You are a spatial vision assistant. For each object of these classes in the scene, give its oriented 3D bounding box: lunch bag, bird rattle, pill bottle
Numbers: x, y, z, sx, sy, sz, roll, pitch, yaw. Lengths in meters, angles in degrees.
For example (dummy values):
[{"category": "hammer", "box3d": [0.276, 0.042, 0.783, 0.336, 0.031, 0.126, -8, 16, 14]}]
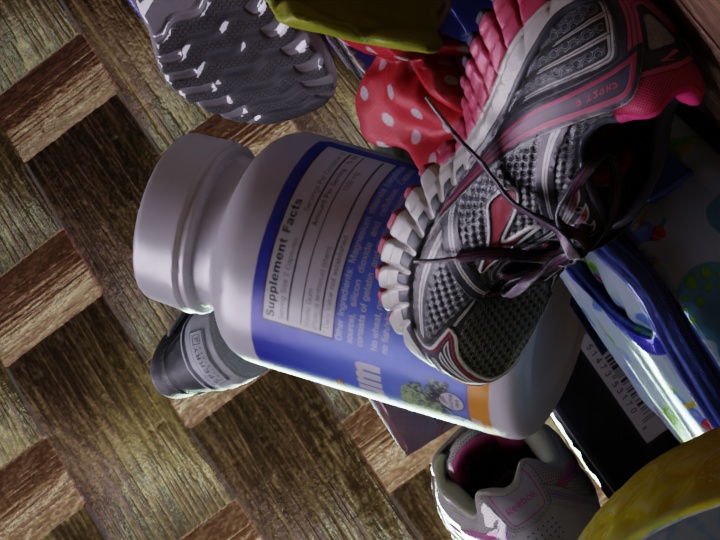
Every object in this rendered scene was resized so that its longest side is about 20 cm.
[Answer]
[{"category": "lunch bag", "box3d": [0.134, 0.005, 1.152, 0.161, 0.082, 0.200, 57, 179, -29]}, {"category": "bird rattle", "box3d": [0.000, -0.132, 1.147, 0.163, 0.113, 0.200, 39, 176, 16]}, {"category": "pill bottle", "box3d": [0.000, 0.000, 1.306, 0.199, 0.113, 0.112, 15, 166, 20]}]

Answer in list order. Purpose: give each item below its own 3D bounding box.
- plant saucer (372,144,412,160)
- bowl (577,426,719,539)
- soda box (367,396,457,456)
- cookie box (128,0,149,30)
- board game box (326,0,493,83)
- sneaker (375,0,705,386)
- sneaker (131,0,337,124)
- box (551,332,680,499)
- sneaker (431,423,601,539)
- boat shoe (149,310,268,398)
[{"category": "plant saucer", "box3d": [0.073, -0.041, 1.672, 0.199, 0.050, 0.201, 28, -141, -25]}, {"category": "bowl", "box3d": [0.161, 0.119, 1.037, 0.200, 0.199, 0.108, 53, -157, -31]}, {"category": "soda box", "box3d": [0.023, 0.028, 1.464, 0.064, 0.068, 0.200, 57, -178, -15]}, {"category": "cookie box", "box3d": [-0.083, -0.232, 1.449, 0.201, 0.171, 0.075, 55, 178, -6]}, {"category": "board game box", "box3d": [0.010, -0.158, 1.321, 0.160, 0.097, 0.200, 54, -179, -23]}, {"category": "sneaker", "box3d": [0.064, -0.025, 1.038, 0.075, 0.080, 0.201, 49, 143, 27]}, {"category": "sneaker", "box3d": [-0.070, -0.143, 1.236, 0.200, 0.074, 0.082, 50, -147, -41]}, {"category": "box", "box3d": [0.130, 0.021, 1.463, 0.197, 0.117, 0.200, 55, 180, -13]}, {"category": "sneaker", "box3d": [0.078, 0.107, 1.448, 0.088, 0.081, 0.200, 56, 173, -18]}, {"category": "boat shoe", "box3d": [-0.052, 0.007, 1.579, 0.200, 0.071, 0.072, -37, -76, -49]}]
